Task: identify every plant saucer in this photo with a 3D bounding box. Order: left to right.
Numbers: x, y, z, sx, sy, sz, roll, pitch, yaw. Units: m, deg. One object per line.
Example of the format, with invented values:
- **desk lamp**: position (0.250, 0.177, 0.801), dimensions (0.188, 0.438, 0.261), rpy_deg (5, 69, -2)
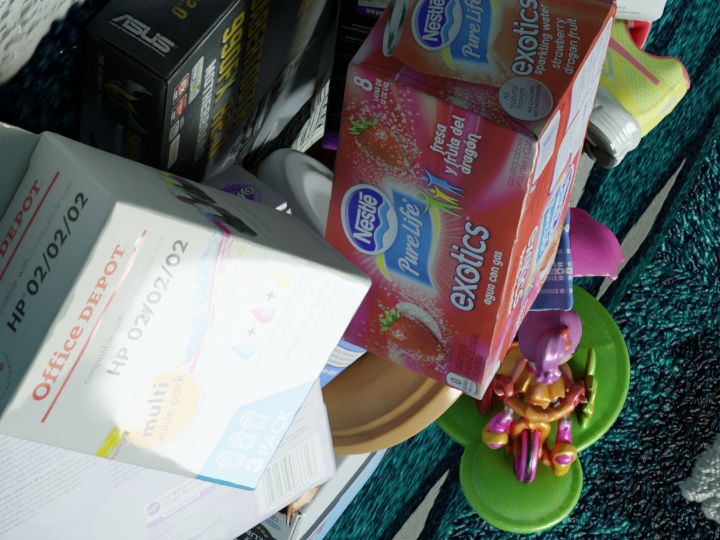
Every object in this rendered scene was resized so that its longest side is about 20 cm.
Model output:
- **plant saucer**: position (0.000, 0.000, 1.443), dimensions (0.037, 0.200, 0.201), rpy_deg (23, 102, -44)

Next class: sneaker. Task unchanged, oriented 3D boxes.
- **sneaker**: position (0.145, -0.153, 1.718), dimensions (0.090, 0.200, 0.078), rpy_deg (-34, 144, -3)

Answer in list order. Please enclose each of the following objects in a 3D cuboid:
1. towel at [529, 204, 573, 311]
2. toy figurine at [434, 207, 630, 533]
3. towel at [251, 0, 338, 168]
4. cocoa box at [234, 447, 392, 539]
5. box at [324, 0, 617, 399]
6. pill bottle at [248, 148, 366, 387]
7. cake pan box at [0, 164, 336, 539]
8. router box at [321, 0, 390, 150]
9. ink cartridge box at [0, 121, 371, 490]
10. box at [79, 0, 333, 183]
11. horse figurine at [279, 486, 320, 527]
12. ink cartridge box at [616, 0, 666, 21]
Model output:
- **towel**: position (0.098, -0.079, 1.390), dimensions (0.145, 0.024, 0.201), rpy_deg (171, -81, -83)
- **toy figurine**: position (0.112, 0.042, 1.696), dimensions (0.184, 0.149, 0.201), rpy_deg (95, -1, -60)
- **towel**: position (-0.033, -0.088, 1.514), dimensions (0.200, 0.034, 0.193), rpy_deg (-50, 168, -37)
- **cocoa box**: position (-0.052, 0.093, 1.690), dimensions (0.200, 0.133, 0.132), rpy_deg (-50, 169, -38)
- **box**: position (0.046, -0.046, 1.226), dimensions (0.201, 0.095, 0.100), rpy_deg (98, 19, -52)
- **pill bottle**: position (-0.078, 0.038, 1.384), dimensions (0.200, 0.112, 0.112), rpy_deg (-40, 175, 17)
- **cake pan box**: position (-0.105, 0.067, 1.248), dimensions (0.199, 0.052, 0.185), rpy_deg (-31, 137, -21)
- **router box**: position (0.036, -0.167, 1.371), dimensions (0.200, 0.051, 0.150), rpy_deg (-60, 161, -57)
- **ink cartridge box**: position (-0.105, 0.017, 1.125), dimensions (0.199, 0.068, 0.116), rpy_deg (17, 106, -45)
- **box**: position (-0.072, -0.098, 1.257), dimensions (0.159, 0.048, 0.200), rpy_deg (-51, 168, -29)
- **horse figurine**: position (-0.039, 0.039, 1.590), dimensions (0.200, 0.132, 0.050), rpy_deg (-53, 168, -26)
- **ink cartridge box**: position (0.165, -0.270, 1.614), dimensions (0.200, 0.083, 0.146), rpy_deg (101, -6, -63)
